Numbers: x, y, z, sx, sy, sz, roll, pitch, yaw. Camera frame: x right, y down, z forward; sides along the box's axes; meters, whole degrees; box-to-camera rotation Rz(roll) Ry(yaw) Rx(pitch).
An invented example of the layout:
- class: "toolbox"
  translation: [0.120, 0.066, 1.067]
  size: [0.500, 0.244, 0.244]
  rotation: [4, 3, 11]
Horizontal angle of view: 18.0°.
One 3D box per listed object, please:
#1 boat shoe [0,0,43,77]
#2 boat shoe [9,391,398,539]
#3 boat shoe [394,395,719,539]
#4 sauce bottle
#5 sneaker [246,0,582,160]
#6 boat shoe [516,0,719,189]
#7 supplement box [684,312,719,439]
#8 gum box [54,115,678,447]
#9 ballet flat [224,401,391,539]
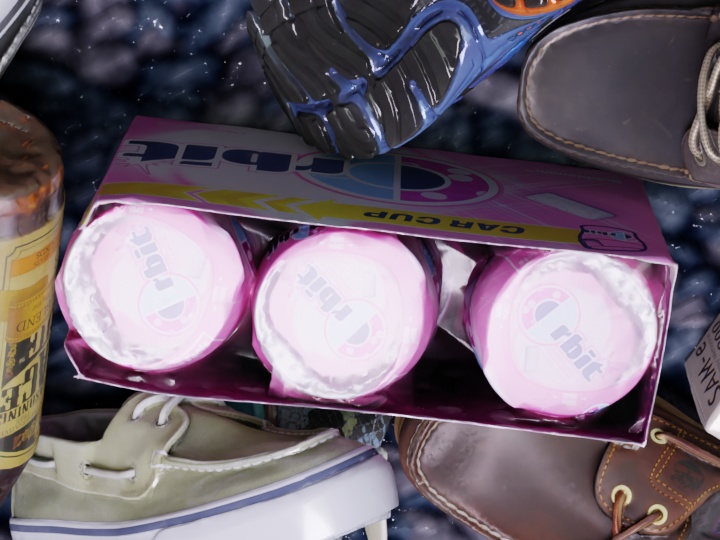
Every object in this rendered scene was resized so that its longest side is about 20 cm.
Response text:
- class: "boat shoe"
  translation: [-0.163, -0.035, 0.805]
  size: [0.071, 0.072, 0.200]
  rotation: [33, 109, -24]
- class: "boat shoe"
  translation: [-0.066, 0.071, 0.778]
  size: [0.199, 0.072, 0.063]
  rotation: [-14, 92, 48]
- class: "boat shoe"
  translation: [0.109, 0.088, 0.816]
  size: [0.199, 0.070, 0.071]
  rotation: [16, 113, -8]
- class: "sauce bottle"
  translation: [-0.140, 0.038, 0.784]
  size: [0.065, 0.066, 0.201]
  rotation: [11, 128, -2]
- class: "sneaker"
  translation: [0.040, -0.097, 0.749]
  size: [0.199, 0.078, 0.076]
  rotation: [-26, 91, 43]
- class: "boat shoe"
  translation: [0.139, -0.059, 0.725]
  size: [0.199, 0.073, 0.075]
  rotation: [3, 95, 25]
- class: "supplement box"
  translation: [0.220, -0.005, 0.794]
  size: [0.125, 0.074, 0.201]
  rotation: [30, 105, -6]
- class: "gum box"
  translation: [0.000, 0.000, 0.780]
  size: [0.198, 0.114, 0.067]
  rotation: [7, 106, 0]
- class: "ballet flat"
  translation: [-0.025, 0.128, 0.845]
  size: [0.074, 0.074, 0.201]
  rotation: [10, 110, -2]
